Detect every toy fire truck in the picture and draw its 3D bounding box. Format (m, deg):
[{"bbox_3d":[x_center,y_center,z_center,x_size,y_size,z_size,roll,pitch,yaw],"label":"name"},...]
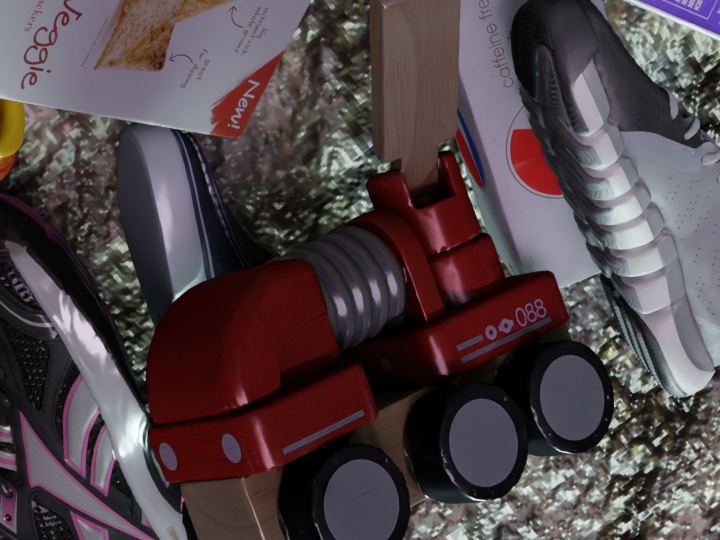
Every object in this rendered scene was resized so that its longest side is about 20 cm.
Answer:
[{"bbox_3d":[0.000,0.000,0.817,0.176,0.129,0.200,-23,96,-35],"label":"toy fire truck"}]

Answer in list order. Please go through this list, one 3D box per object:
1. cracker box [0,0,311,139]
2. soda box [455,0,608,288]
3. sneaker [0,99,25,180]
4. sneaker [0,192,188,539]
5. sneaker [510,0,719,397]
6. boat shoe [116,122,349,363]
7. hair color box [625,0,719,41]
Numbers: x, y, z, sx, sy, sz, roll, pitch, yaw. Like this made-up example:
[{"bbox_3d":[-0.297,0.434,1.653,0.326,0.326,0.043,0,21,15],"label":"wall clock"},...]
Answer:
[{"bbox_3d":[-0.092,-0.127,0.760,0.200,0.058,0.134,4,119,-54],"label":"cracker box"},{"bbox_3d":[0.066,-0.093,0.870,0.068,0.064,0.200,-22,117,-4],"label":"soda box"},{"bbox_3d":[-0.217,-0.081,0.760,0.200,0.073,0.077,15,153,-24],"label":"sneaker"},{"bbox_3d":[-0.126,0.069,0.848,0.086,0.080,0.200,-26,115,-4],"label":"sneaker"},{"bbox_3d":[0.139,-0.049,0.837,0.115,0.075,0.200,-28,128,-3],"label":"sneaker"},{"bbox_3d":[-0.041,0.015,0.895,0.091,0.071,0.201,-21,121,-14],"label":"boat shoe"},{"bbox_3d":[0.156,-0.115,0.779,0.200,0.109,0.065,21,106,-19],"label":"hair color box"}]
